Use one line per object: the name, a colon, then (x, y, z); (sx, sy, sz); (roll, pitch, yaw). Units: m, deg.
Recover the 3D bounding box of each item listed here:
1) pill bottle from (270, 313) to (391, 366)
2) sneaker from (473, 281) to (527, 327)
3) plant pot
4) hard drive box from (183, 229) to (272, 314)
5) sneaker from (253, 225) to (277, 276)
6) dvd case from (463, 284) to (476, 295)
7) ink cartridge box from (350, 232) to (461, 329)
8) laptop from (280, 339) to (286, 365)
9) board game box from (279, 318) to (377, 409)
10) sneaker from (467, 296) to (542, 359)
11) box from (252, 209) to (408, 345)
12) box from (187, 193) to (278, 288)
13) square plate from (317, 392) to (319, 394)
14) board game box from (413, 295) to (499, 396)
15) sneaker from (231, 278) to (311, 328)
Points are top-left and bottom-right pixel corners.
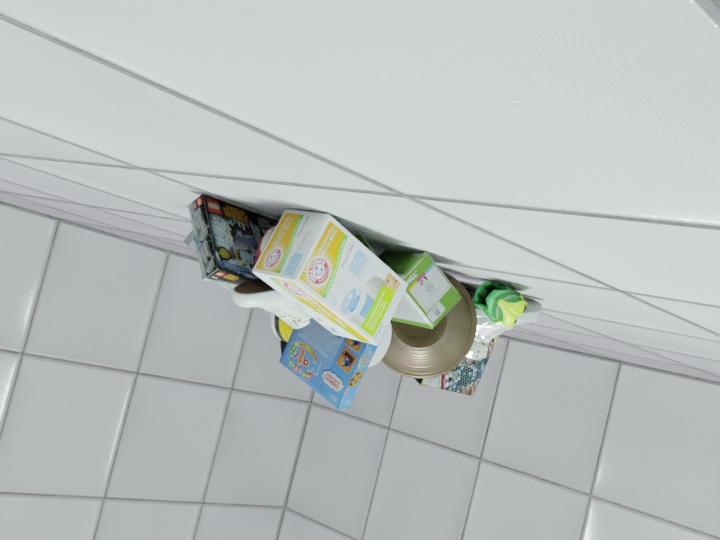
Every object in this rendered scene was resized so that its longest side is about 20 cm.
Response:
pill bottle: (-0.050, 0.095, 1.663); (0.199, 0.115, 0.114); (16, 178, 37)
sneaker: (0.247, 0.050, 1.709); (0.084, 0.074, 0.200); (41, 179, -1)
plant pot: (0.107, 0.089, 1.682); (0.200, 0.202, 0.093); (13, 174, 8)
hard drive box: (-0.203, -0.005, 1.740); (0.156, 0.077, 0.200); (43, -175, 41)
sneaker: (-0.091, -0.026, 1.460); (0.082, 0.078, 0.200); (23, -159, 26)
dvd case: (0.131, 0.017, 1.916); (0.148, 0.016, 0.200); (10, 173, 43)
ink cartridge box: (0.049, -0.008, 1.536); (0.200, 0.076, 0.148); (52, 162, -19)
laptop: (-0.084, 0.112, 1.794); (0.199, 0.178, 0.103); (1, -169, 21)
board game box: (-0.038, 0.100, 1.546); (0.151, 0.201, 0.037); (34, -166, 35)
sneaker: (0.256, 0.114, 1.852); (0.199, 0.116, 0.074); (-2, -156, 16)
box: (-0.043, 0.011, 1.394); (0.101, 0.113, 0.200); (10, 156, 47)
box: (-0.177, -0.031, 1.509); (0.040, 0.137, 0.200); (-33, 149, 29)
square plate: (-0.021, 0.135, 1.903); (0.028, 0.198, 0.200); (54, -172, -41)
board game box: (0.206, 0.149, 1.935); (0.135, 0.201, 0.035); (15, -167, -27)
sneaker: (-0.114, 0.054, 1.463); (0.073, 0.085, 0.199); (18, -164, 42)
